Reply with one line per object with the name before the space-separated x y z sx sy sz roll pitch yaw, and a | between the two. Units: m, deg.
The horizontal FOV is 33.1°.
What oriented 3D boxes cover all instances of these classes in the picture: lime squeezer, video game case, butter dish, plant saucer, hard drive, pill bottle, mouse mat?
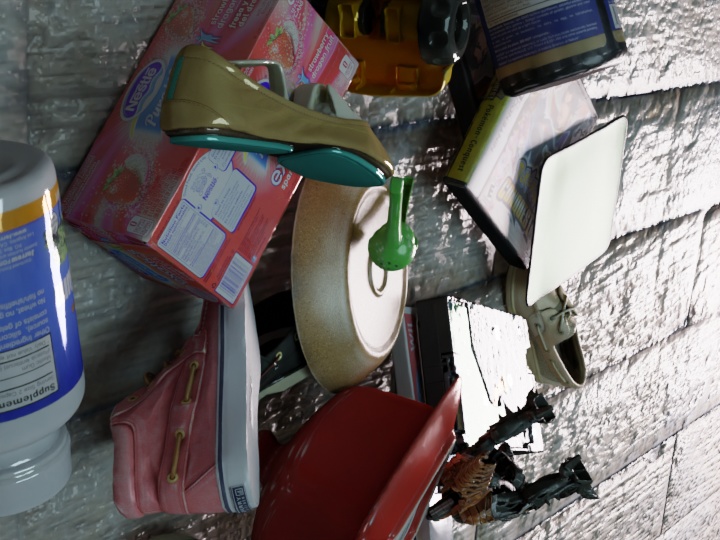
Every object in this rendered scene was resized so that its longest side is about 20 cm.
lime squeezer | 0.024 -0.037 0.930 0.200 0.038 0.071 -42 125 -83
video game case | 0.160 -0.119 1.158 0.181 0.025 0.200 -64 149 -10
butter dish | -0.027 0.175 0.953 0.200 0.148 0.200 -51 162 -49
plant saucer | 0.000 0.000 0.979 0.200 0.035 0.201 -1 90 -69
video game case | 0.084 0.110 1.140 0.200 0.017 0.143 10 70 -61
video game case | 0.136 -0.233 1.136 0.181 0.025 0.200 -50 138 -29
hard drive | 0.114 0.104 1.139 0.200 0.038 0.140 15 66 -61
pill bottle | -0.218 0.035 0.693 0.112 0.112 0.200 -29 126 -44
mouse mat | 0.223 -0.064 1.246 0.200 0.008 0.161 -28 129 -48
pill bottle | 0.145 -0.255 1.011 0.112 0.112 0.200 -21 96 -48

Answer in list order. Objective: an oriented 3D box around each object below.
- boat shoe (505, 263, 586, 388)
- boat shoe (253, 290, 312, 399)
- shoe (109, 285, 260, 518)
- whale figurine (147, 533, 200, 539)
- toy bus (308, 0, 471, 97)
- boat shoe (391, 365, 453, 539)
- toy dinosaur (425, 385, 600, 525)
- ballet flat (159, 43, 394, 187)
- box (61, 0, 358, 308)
boat shoe | 0.206 0.048 1.306 0.072 0.065 0.200 -46 135 -33
boat shoe | -0.103 0.080 0.901 0.201 0.074 0.063 -37 125 -44
shoe | -0.116 0.076 0.813 0.072 0.091 0.200 82 2 -47
whale figurine | -0.120 0.288 0.931 0.159 0.104 0.200 -59 142 -20
toy bus | 0.037 -0.252 0.926 0.192 0.135 0.200 -46 140 -57
boat shoe | 0.039 0.170 1.125 0.071 0.070 0.200 15 66 -61
toy dinosaur | 0.114 0.175 0.994 0.136 0.200 0.102 -28 92 1
ballet flat | -0.042 -0.096 0.758 0.200 0.069 0.063 9 81 -55
box | -0.100 -0.091 0.815 0.103 0.095 0.200 43 69 -51
